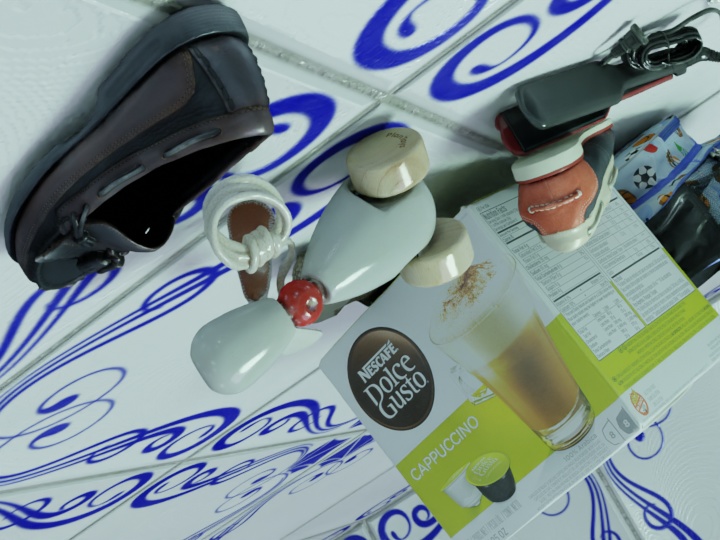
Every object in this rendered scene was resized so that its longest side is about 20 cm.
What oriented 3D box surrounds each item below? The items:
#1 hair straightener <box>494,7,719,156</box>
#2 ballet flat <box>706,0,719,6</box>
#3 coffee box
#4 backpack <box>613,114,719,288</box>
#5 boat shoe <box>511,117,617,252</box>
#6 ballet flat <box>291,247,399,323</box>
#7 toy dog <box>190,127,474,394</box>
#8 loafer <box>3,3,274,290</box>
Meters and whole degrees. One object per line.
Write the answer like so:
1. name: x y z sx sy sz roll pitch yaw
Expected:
1. hair straightener: 0.187 -0.133 0.942 0.198 0.041 0.077 -18 162 -23
2. ballet flat: 0.237 -0.184 0.825 0.073 0.074 0.199 -39 164 32
3. coffee box: 0.128 0.061 1.068 0.200 0.198 0.199 -46 167 36
4. backpack: 0.258 -0.037 1.189 0.199 0.155 0.190 -34 174 40
5. boat shoe: 0.149 -0.064 0.980 0.070 0.063 0.200 -21 -173 18
6. ballet flat: 0.000 0.000 1.041 0.067 0.046 0.199 -47 166 23
7. toy dog: -0.029 -0.011 0.836 0.198 0.134 0.096 -16 -161 -32
8. loafer: -0.105 -0.037 0.639 0.071 0.063 0.200 -16 160 -44
